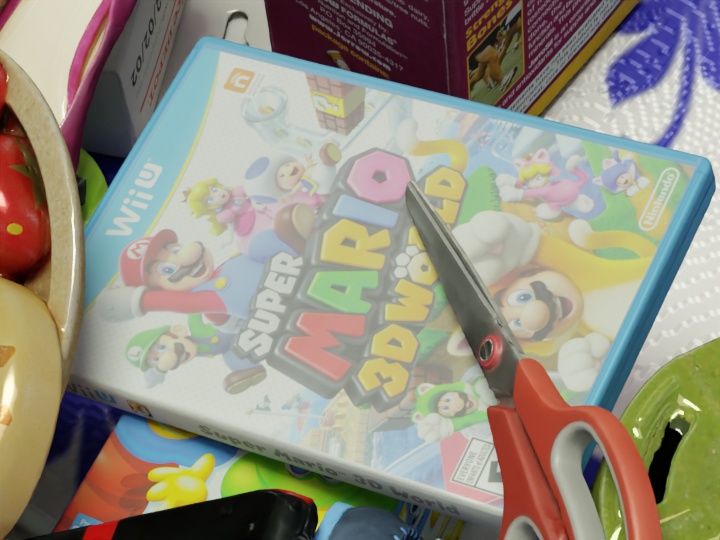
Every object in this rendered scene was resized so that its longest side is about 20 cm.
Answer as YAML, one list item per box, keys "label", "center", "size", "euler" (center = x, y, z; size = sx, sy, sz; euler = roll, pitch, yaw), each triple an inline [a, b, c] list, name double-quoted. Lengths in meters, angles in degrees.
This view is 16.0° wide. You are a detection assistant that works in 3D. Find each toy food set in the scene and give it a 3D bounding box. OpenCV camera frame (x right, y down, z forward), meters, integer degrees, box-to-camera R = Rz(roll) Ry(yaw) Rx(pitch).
- label: "toy food set"
  center: [-0.167, 0.015, 0.846]
  size: [0.197, 0.049, 0.201]
  euler: [-17, 68, 37]

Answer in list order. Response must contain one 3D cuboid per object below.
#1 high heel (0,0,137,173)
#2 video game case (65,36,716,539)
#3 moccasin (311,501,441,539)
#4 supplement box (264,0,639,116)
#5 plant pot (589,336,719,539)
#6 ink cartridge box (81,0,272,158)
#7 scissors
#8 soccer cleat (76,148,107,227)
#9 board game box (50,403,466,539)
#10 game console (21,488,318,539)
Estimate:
- label: "high heel"
  center: [-0.118, -0.085, 0.918]
  size: [0.067, 0.096, 0.200]
  euler: [33, 71, 19]
- label: "video game case"
  center: [0.000, 0.000, 0.848]
  size: [0.199, 0.018, 0.144]
  euler: [15, 62, 26]
- label: "moccasin"
  center: [0.026, 0.140, 0.789]
  size: [0.068, 0.201, 0.081]
  euler: [15, 58, 23]
- label: "supplement box"
  center: [0.034, -0.144, 0.955]
  size: [0.103, 0.200, 0.131]
  euler: [34, 67, 21]
- label: "plant pot"
  center: [0.134, 0.111, 0.805]
  size: [0.198, 0.190, 0.201]
  euler: [-2, 59, 3]
- label: "ink cartridge box"
  center: [-0.133, -0.116, 1.027]
  size: [0.199, 0.068, 0.116]
  euler: [9, 63, 9]
- label: "scissors"
  center: [0.050, 0.029, 0.769]
  size: [0.014, 0.073, 0.201]
  euler: [14, 45, -27]
- label: "soccer cleat"
  center: [-0.170, 0.029, 0.957]
  size: [0.081, 0.068, 0.200]
  euler: [19, 62, 37]
- label: "board game box"
  center: [-0.015, 0.060, 0.896]
  size: [0.104, 0.103, 0.201]
  euler: [21, 64, 16]
- label: "game console"
  center: [-0.098, 0.159, 0.726]
  size: [0.176, 0.031, 0.201]
  euler: [-15, 45, 42]
